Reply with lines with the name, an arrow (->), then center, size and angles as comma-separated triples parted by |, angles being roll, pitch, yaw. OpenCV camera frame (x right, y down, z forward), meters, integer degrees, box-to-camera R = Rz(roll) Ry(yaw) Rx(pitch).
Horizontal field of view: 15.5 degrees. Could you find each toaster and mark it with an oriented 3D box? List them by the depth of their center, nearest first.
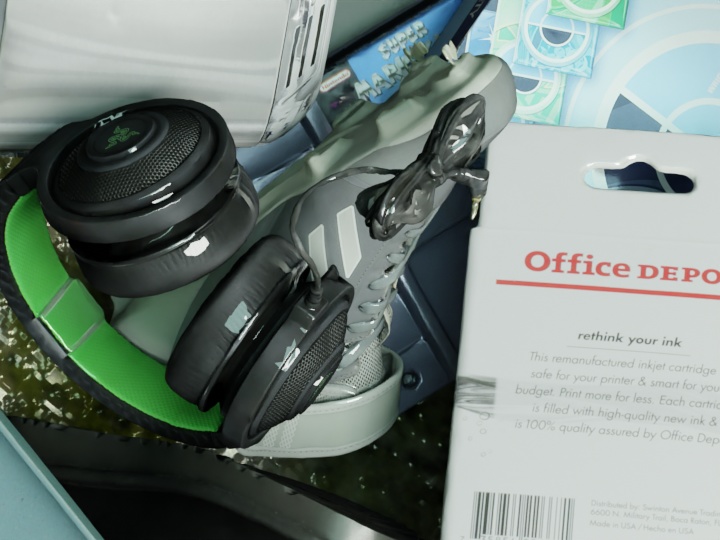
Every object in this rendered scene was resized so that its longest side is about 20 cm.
toaster -> -0.074, -0.132, 0.917 | 0.129, 0.114, 0.201 | 5, 106, -15

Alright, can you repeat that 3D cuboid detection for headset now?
headset -> -0.041, -0.009, 0.871 | 0.124, 0.200, 0.094 | 52, 55, -17

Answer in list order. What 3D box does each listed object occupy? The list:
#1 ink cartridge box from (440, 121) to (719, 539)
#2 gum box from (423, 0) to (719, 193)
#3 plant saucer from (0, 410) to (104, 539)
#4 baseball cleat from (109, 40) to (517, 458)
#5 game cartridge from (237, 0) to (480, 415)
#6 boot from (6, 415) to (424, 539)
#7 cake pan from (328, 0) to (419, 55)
ink cartridge box -> 0.090, 0.054, 0.906 | 0.115, 0.067, 0.201 | 4, 63, 6
gum box -> 0.139, -0.070, 0.982 | 0.200, 0.045, 0.170 | 36, 83, -12
plant saucer -> -0.151, 0.066, 0.934 | 0.200, 0.019, 0.070 | 47, 113, 25
baseball cleat -> 0.000, 0.000, 0.930 | 0.107, 0.200, 0.070 | 51, 40, -9
game cartridge -> 0.057, -0.048, 1.001 | 0.200, 0.038, 0.130 | -32, 102, -11
boot -> -0.072, 0.143, 0.934 | 0.079, 0.211, 0.158 | 20, 81, -41
cake pan -> 0.000, -0.060, 1.023 | 0.199, 0.037, 0.201 | 0, 91, -13
